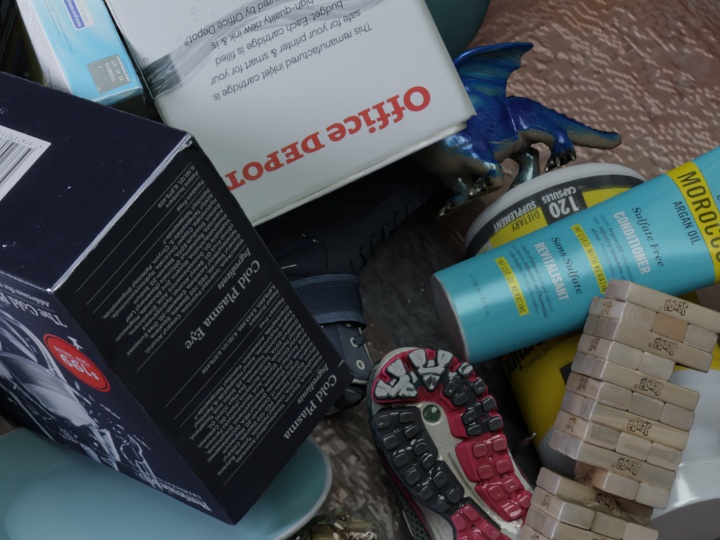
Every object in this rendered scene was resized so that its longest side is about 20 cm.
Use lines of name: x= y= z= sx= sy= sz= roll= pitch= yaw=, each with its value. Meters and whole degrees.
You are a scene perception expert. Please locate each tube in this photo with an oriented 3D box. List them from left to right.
tube: x=0.137 y=-0.009 z=1.226 sx=0.200 sy=0.050 sz=0.077 roll=-21 pitch=78 yaw=-8

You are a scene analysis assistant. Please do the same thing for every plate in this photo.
plate: x=-0.113 y=0.118 z=1.205 sx=0.200 sy=0.026 sz=0.200 roll=-3 pitch=22 yaw=1

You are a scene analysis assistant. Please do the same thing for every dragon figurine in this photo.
dragon figurine: x=0.068 y=-0.090 z=1.310 sx=0.200 sy=0.059 sz=0.099 roll=-18 pitch=82 yaw=-33

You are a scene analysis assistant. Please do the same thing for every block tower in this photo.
block tower: x=0.120 y=0.108 z=1.178 sx=0.058 sy=0.054 sz=0.200 roll=19 pitch=89 yaw=-11

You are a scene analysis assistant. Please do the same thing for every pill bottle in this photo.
pill bottle: x=0.136 y=0.051 z=1.282 sx=0.112 sy=0.112 sz=0.200 roll=-13 pitch=64 yaw=-15

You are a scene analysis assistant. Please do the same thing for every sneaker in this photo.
sneaker: x=-0.001 y=0.001 z=1.315 sx=0.202 sy=0.077 sz=0.146 roll=-14 pitch=76 yaw=-29
sneaker: x=0.065 y=0.129 z=1.234 sx=0.081 sy=0.075 sz=0.200 roll=-23 pitch=94 yaw=-8

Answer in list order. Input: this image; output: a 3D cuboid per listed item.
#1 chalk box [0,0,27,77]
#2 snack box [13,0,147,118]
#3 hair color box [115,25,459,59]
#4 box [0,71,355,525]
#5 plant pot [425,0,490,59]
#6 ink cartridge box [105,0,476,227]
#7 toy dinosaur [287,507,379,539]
chalk box: x=-0.249 y=-0.141 z=1.279 sx=0.124 sy=0.200 sz=0.124 roll=11 pitch=59 yaw=-1
snack box: x=-0.145 y=-0.088 z=1.265 sx=0.037 sy=0.200 sz=0.116 roll=-22 pitch=67 yaw=-11
hair color box: x=-0.034 y=-0.173 z=1.409 sx=0.200 sy=0.064 sz=0.111 roll=15 pitch=62 yaw=-2
box: x=-0.134 y=0.008 z=1.174 sx=0.200 sy=0.182 sz=0.104 roll=19 pitch=63 yaw=44
plant pot: x=-0.013 y=-0.212 z=1.321 sx=0.200 sy=0.135 sz=0.200 roll=3 pitch=62 yaw=-6
ink cartridge box: x=-0.046 y=-0.135 z=1.205 sx=0.147 sy=0.083 sz=0.200 roll=-24 pitch=92 yaw=3
toy dinosaur: x=-0.091 y=0.163 z=1.229 sx=0.200 sy=0.047 sz=0.088 roll=1 pitch=57 yaw=-3
